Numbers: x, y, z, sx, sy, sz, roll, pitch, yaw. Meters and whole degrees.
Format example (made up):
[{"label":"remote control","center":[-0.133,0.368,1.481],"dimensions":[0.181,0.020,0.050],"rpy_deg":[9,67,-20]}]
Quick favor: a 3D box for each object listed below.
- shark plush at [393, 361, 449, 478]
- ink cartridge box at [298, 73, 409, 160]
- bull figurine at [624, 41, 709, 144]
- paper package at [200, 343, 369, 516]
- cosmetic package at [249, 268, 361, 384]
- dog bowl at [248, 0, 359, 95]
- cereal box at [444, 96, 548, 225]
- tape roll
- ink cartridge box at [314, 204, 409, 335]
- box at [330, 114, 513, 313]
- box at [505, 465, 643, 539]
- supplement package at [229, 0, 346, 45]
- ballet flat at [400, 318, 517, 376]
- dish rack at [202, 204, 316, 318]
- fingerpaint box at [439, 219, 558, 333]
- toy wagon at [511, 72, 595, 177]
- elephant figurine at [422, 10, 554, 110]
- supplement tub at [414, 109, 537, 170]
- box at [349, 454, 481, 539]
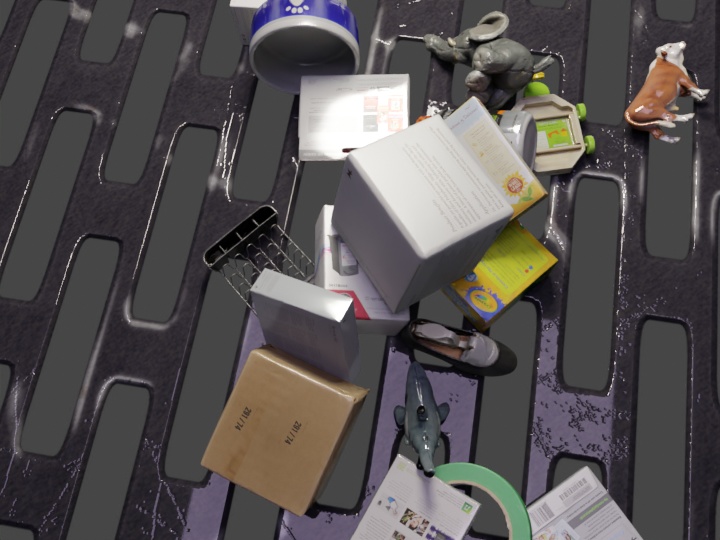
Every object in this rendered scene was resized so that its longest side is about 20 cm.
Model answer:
[{"label":"shark plush","center":[0.085,0.233,1.123],"dimensions":[0.091,0.083,0.200],"rpy_deg":[3,34,11]},{"label":"ink cartridge box","center":[-0.010,-0.261,1.338],"dimensions":[0.199,0.084,0.176],"rpy_deg":[1,70,3]},{"label":"bull figurine","center":[0.564,-0.326,1.343],"dimensions":[0.121,0.065,0.200],"rpy_deg":[32,76,16]},{"label":"paper package","center":[-0.115,0.239,1.129],"dimensions":[0.190,0.103,0.200],"rpy_deg":[24,93,11]},{"label":"cosmetic package","center":[-0.080,0.094,1.144],"dimensions":[0.150,0.200,0.052],"rpy_deg":[20,57,18]},{"label":"dog bowl","center":[-0.101,-0.408,1.334],"dimensions":[0.199,0.200,0.079],"rpy_deg":[-2,68,2]},{"label":"cereal box","center":[0.189,-0.160,1.196],"dimensions":[0.144,0.040,0.200],"rpy_deg":[-37,78,22]},{"label":"tape roll","center":[0.154,0.391,1.098],"dimensions":[0.200,0.048,0.201],"rpy_deg":[-5,71,16]},{"label":"ink cartridge box","center":[0.000,0.000,1.227],"dimensions":[0.147,0.086,0.201],"rpy_deg":[3,68,-13]},{"label":"box","center":[0.084,-0.082,1.118],"dimensions":[0.171,0.200,0.199],"rpy_deg":[-27,71,-23]},{"label":"box","center":[0.341,0.424,1.104],"dimensions":[0.156,0.041,0.200],"rpy_deg":[-34,71,-8]},{"label":"supplement package","center":[-0.134,-0.511,1.413],"dimensions":[0.199,0.120,0.122],"rpy_deg":[6,70,4]},{"label":"ballet flat","center":[0.161,0.125,1.203],"dimensions":[0.199,0.068,0.068],"rpy_deg":[14,70,7]},{"label":"dish rack","center":[-0.154,0.004,1.268],"dimensions":[0.153,0.055,0.200],"rpy_deg":[-41,74,-10]},{"label":"fingerpaint box","center":[0.201,-0.024,1.251],"dimensions":[0.167,0.073,0.200],"rpy_deg":[-40,73,-12]},{"label":"toy wagon","center":[0.337,-0.270,1.350],"dimensions":[0.155,0.040,0.201],"rpy_deg":[-7,70,0]},{"label":"elephant figurine","center":[0.229,-0.408,1.363],"dimensions":[0.155,0.142,0.200],"rpy_deg":[9,47,-25]},{"label":"supplement tub","center":[0.197,-0.218,1.277],"dimensions":[0.200,0.123,0.123],"rpy_deg":[7,70,24]},{"label":"box","center":[0.068,0.395,1.078],"dimensions":[0.144,0.036,0.200],"rpy_deg":[28,81,23]}]
